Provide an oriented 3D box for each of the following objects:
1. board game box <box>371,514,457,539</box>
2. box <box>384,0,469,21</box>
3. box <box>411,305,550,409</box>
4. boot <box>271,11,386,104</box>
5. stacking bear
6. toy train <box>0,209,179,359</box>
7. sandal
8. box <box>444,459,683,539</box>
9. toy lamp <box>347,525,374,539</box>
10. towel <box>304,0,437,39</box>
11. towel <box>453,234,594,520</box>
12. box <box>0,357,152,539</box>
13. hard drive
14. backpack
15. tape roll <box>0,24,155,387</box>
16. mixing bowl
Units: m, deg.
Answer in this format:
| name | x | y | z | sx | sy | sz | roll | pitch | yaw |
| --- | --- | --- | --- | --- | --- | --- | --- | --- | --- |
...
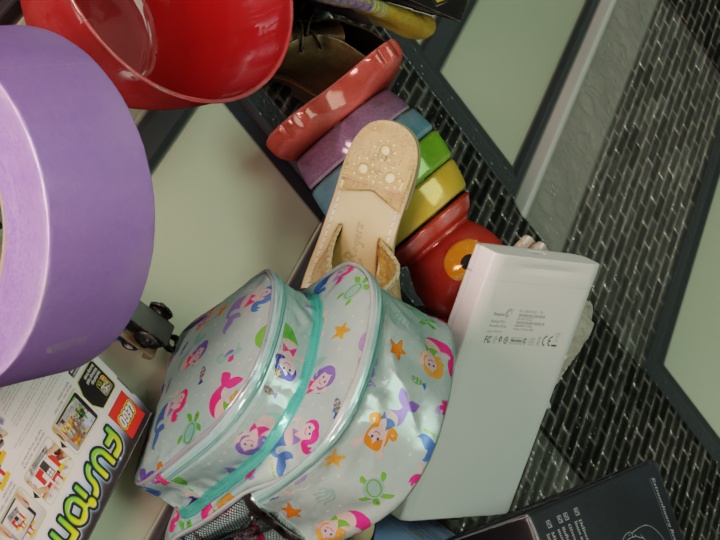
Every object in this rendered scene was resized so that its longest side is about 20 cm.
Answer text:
| name | x | y | z | sx | sy | sz | roll | pitch | yaw |
| --- | --- | --- | --- | --- | --- | --- | --- | --- | --- |
| board game box | 0.068 | 0.247 | 1.412 | 0.200 | 0.019 | 0.103 | 41 | 41 | -31 |
| box | -0.032 | -0.249 | 1.453 | 0.199 | 0.159 | 0.046 | 15 | 96 | -43 |
| box | 0.065 | 0.075 | 1.481 | 0.199 | 0.049 | 0.083 | 6 | 65 | -50 |
| boot | -0.056 | -0.181 | 1.458 | 0.199 | 0.075 | 0.074 | 19 | 57 | -44 |
| stacking bear | 0.034 | -0.051 | 1.435 | 0.121 | 0.114 | 0.200 | -39 | 90 | -14 |
| toy train | -0.194 | -0.003 | 1.203 | 0.200 | 0.046 | 0.034 | 39 | 55 | -28 |
| sandal | -0.006 | -0.001 | 1.345 | 0.070 | 0.077 | 0.213 | -25 | 127 | -80 |
| box | 0.159 | 0.242 | 1.423 | 0.200 | 0.107 | 0.149 | -11 | 78 | -53 |
| toy lamp | 0.009 | 0.125 | 1.312 | 0.058 | 0.058 | 0.201 | 17 | 84 | -46 |
| towel | -0.047 | -0.213 | 1.452 | 0.199 | 0.143 | 0.023 | 8 | 103 | -51 |
| towel | 0.098 | 0.082 | 1.424 | 0.201 | 0.034 | 0.133 | -56 | 141 | -10 |
| box | -0.202 | 0.121 | 1.127 | 0.110 | 0.035 | 0.200 | 49 | 39 | -22 |
| hard drive | 0.095 | 0.081 | 1.372 | 0.132 | 0.027 | 0.201 | 5 | 108 | -50 |
| backpack | -0.038 | 0.089 | 1.214 | 0.150 | 0.199 | 0.178 | 39 | 44 | -27 |
| tape roll | -0.215 | -0.034 | 1.062 | 0.085 | 0.199 | 0.201 | -11 | 79 | -53 |
| mixing bowl | -0.154 | -0.187 | 1.296 | 0.199 | 0.108 | 0.201 | 19 | 59 | -36 |
